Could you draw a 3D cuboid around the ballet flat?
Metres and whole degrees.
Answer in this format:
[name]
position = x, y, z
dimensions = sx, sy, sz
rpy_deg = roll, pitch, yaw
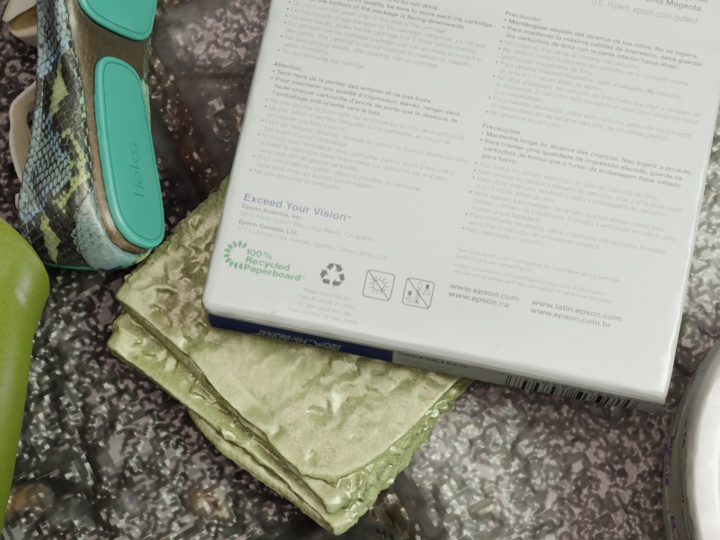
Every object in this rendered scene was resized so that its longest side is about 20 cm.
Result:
[ballet flat]
position = -0.127, -0.094, 0.923
dimensions = 0.074, 0.074, 0.200
rpy_deg = -1, 69, -2

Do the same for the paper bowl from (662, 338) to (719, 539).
[paper bowl]
position = 0.226, 0.094, 0.870
dimensions = 0.200, 0.104, 0.201
rpy_deg = 0, 77, -2

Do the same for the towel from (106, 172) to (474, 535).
[towel]
position = 0.000, 0.000, 0.920
dimensions = 0.148, 0.036, 0.200
rpy_deg = 41, 80, 8

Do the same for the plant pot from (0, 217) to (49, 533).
[plant pot]
position = -0.217, 0.062, 0.834
dimensions = 0.200, 0.200, 0.193
rpy_deg = 20, 66, 3

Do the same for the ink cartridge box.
[ink cartridge box]
position = 0.049, -0.055, 0.893
dimensions = 0.196, 0.043, 0.200
rpy_deg = 12, 75, 4
